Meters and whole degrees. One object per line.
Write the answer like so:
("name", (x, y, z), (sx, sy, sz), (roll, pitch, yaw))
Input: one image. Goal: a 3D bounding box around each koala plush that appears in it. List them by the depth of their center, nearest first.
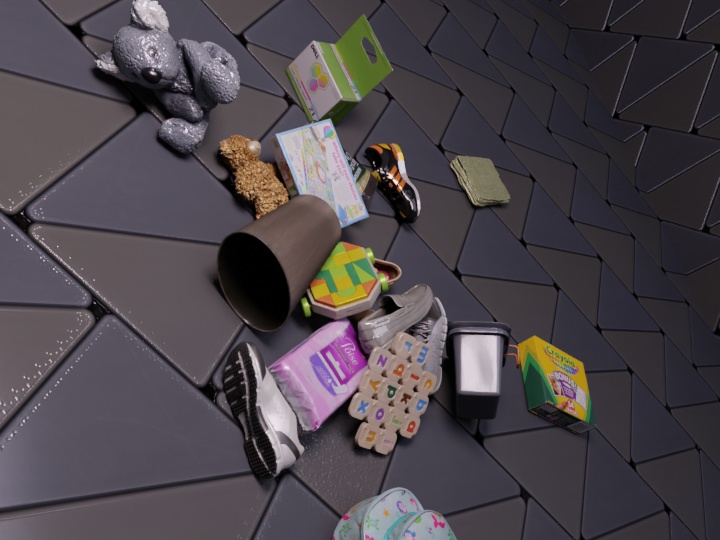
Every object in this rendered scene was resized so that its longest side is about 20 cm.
("koala plush", (-0.324, -0.338, 1.198), (0.198, 0.177, 0.186), (26, 35, -33))

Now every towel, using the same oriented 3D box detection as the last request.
("towel", (0.324, -0.240, 1.944), (0.198, 0.036, 0.150), (-10, 71, -50))

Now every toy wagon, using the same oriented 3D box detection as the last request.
("toy wagon", (-0.046, 0.001, 1.276), (0.153, 0.040, 0.201), (-17, 47, -10))

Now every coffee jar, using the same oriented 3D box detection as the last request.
("coffee jar", (-0.055, -0.200, 1.452), (0.200, 0.085, 0.105), (41, 40, -20))

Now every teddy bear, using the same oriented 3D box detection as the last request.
("teddy bear", (-0.177, -0.160, 1.302), (0.144, 0.066, 0.203), (-4, 68, -51))

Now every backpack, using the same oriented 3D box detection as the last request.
("backpack", (0.058, 0.435, 1.079), (0.176, 0.150, 0.202), (-18, 73, -50))

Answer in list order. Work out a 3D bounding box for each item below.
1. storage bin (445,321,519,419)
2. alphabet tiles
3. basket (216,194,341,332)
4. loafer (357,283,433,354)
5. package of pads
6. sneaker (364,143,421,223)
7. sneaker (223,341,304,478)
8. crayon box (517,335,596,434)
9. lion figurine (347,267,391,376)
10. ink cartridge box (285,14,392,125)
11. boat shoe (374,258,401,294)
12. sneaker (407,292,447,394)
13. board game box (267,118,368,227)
("storage bin", (0.236, 0.202, 1.399), (0.201, 0.143, 0.136), (77, 16, -62))
("alphabet tiles", (0.057, 0.210, 1.231), (0.195, 0.014, 0.203), (30, 80, -46))
("basket", (-0.123, -0.030, 1.185), (0.200, 0.134, 0.183), (-49, 143, -49))
("loafer", (0.064, 0.071, 1.263), (0.200, 0.069, 0.071), (-40, 114, -46))
("package of pads", (-0.065, 0.170, 1.183), (0.122, 0.075, 0.199), (59, 37, -2))
("sneaker", (0.065, -0.192, 1.607), (0.089, 0.070, 0.203), (-4, 66, -33))
("sneaker", (-0.144, 0.204, 1.081), (0.079, 0.073, 0.203), (-6, 77, -53))
("crayon box", (0.468, 0.273, 1.713), (0.198, 0.058, 0.175), (28, 46, -33))
("lion figurine", (0.017, 0.094, 1.316), (0.122, 0.072, 0.201), (-44, 103, -30))
("ink cartridge box", (-0.048, -0.424, 1.526), (0.075, 0.199, 0.150), (-12, 72, -50))
("boat shoe", (0.000, 0.000, 1.381), (0.198, 0.069, 0.075), (4, 61, -46))
("sneaker", (0.112, 0.143, 1.330), (0.115, 0.074, 0.204), (-17, 105, -65))
("board game box", (-0.076, -0.171, 1.350), (0.133, 0.034, 0.203), (-24, 93, -37))
